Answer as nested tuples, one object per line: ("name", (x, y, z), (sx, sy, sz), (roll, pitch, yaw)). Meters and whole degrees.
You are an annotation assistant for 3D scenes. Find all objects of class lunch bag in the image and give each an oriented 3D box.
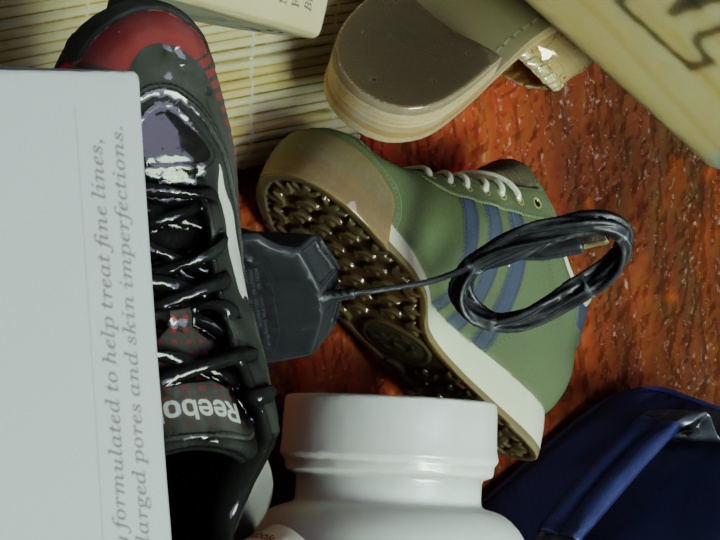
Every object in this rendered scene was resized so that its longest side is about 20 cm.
("lunch bag", (0.121, 0.138, 1.264), (0.200, 0.136, 0.133), (-40, 129, -32))

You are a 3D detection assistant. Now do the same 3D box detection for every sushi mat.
("sushi mat", (-0.068, -0.076, 1.084), (0.199, 0.012, 0.096), (-14, 113, -43))

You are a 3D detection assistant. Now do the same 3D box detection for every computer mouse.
("computer mouse", (0.000, 0.000, 1.091), (0.199, 0.034, 0.059), (-6, 122, 0))

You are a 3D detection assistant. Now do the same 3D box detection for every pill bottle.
("pill bottle", (0.008, 0.149, 1.153), (0.113, 0.112, 0.201), (7, 84, -47))

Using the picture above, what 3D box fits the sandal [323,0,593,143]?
("sandal", (0.057, -0.098, 1.181), (0.211, 0.078, 0.070), (-36, 160, -36))

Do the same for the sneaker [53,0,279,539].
("sneaker", (-0.064, 0.014, 0.961), (0.071, 0.098, 0.201), (-2, 102, -24))

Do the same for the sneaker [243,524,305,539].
("sneaker", (-0.061, 0.129, 1.029), (0.199, 0.073, 0.085), (3, 89, -35))

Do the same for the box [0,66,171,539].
("box", (-0.169, 0.045, 0.858), (0.199, 0.130, 0.200), (-3, 89, -45))

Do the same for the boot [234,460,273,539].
("boot", (-0.124, 0.035, 1.033), (0.200, 0.075, 0.074), (35, 91, -32))

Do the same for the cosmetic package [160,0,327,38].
("cosmetic package", (-0.095, -0.146, 0.979), (0.200, 0.073, 0.104), (10, 92, -46))

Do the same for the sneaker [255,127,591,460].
("sneaker", (0.033, -0.013, 1.178), (0.090, 0.067, 0.200), (-61, 138, -21))

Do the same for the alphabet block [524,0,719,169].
("alphabet block", (0.155, -0.180, 1.087), (0.200, 0.196, 0.196), (39, 61, -24))
